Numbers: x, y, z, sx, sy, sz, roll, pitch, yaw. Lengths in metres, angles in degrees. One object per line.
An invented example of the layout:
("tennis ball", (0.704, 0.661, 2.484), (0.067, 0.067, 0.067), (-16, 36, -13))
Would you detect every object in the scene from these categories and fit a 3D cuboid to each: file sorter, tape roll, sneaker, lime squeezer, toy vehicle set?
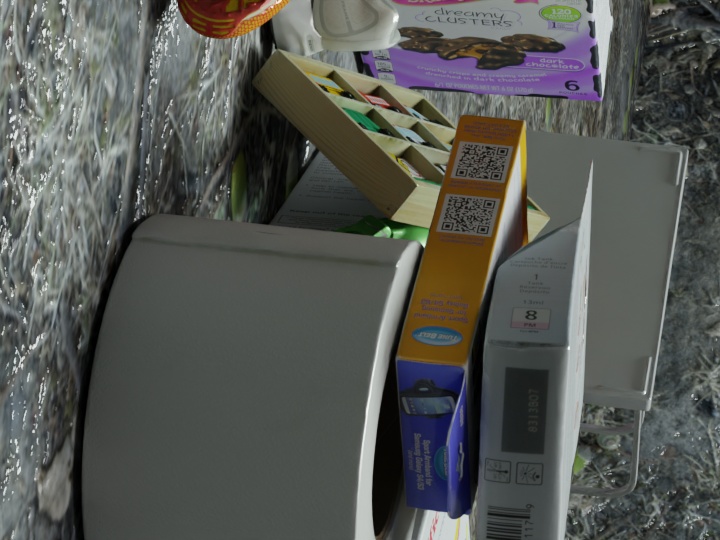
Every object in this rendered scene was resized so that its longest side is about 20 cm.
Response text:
("file sorter", (0.127, 0.027, 1.747), (0.125, 0.139, 0.200), (86, 14, -53))
("tape roll", (-0.048, 0.077, 1.373), (0.203, 0.139, 0.203), (6, 90, -79))
("sneaker", (0.000, -0.214, 1.626), (0.075, 0.081, 0.200), (70, 26, -63))
("lime squeezer", (0.000, 0.000, 1.571), (0.038, 0.200, 0.071), (52, -49, 36))
("sneaker", (-0.047, -0.174, 1.423), (0.200, 0.073, 0.077), (-67, 171, -49))
("toy vehicle set", (0.027, -0.070, 1.623), (0.027, 0.124, 0.200), (-51, 158, 14))

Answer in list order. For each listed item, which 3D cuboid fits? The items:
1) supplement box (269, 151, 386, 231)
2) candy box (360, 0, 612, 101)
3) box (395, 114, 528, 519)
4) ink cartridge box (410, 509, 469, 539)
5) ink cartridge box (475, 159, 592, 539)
("supplement box", (0.006, -0.007, 1.723), (0.200, 0.103, 0.101), (-64, 157, -66))
("candy box", (0.078, -0.194, 1.808), (0.200, 0.168, 0.072), (72, 24, -64))
("box", (0.052, 0.030, 1.404), (0.119, 0.041, 0.200), (85, 17, -46))
("ink cartridge box", (-0.019, 0.166, 1.568), (0.200, 0.144, 0.145), (83, 17, -48))
("ink cartridge box", (0.092, 0.056, 1.427), (0.200, 0.057, 0.163), (-82, 174, -59))
